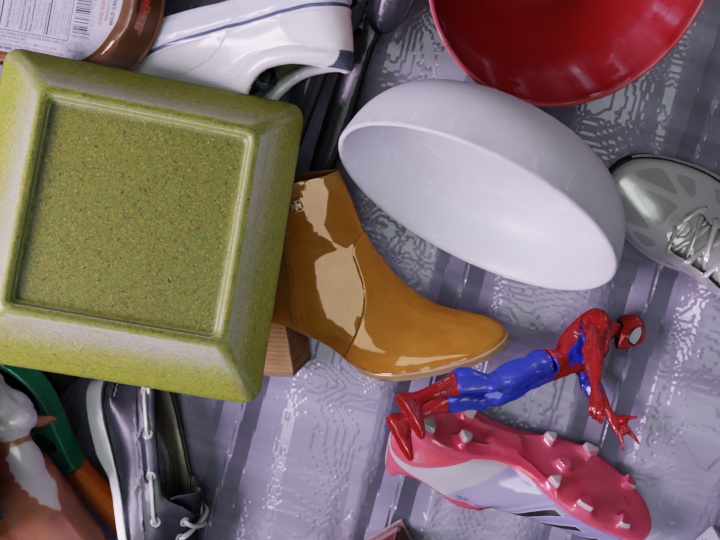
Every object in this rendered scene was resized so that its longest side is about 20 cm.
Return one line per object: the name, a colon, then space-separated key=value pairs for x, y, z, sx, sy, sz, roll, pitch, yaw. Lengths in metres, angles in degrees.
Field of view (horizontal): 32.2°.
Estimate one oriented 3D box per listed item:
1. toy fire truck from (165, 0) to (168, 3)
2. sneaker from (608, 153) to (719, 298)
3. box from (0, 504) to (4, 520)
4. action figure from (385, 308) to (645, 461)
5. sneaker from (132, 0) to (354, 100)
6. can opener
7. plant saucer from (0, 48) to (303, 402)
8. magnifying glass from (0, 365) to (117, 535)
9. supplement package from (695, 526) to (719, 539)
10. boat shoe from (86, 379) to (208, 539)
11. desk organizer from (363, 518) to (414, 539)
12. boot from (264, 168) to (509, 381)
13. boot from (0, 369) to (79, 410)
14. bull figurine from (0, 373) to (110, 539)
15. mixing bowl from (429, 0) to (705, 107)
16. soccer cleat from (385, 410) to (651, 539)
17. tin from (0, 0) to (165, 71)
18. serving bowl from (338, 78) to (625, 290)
toy fire truck: x=-0.122 y=-0.281 z=0.852 sx=0.176 sy=0.129 sz=0.200 roll=45 pitch=90 yaw=0
sneaker: x=0.253 y=-0.011 z=0.833 sx=0.199 sy=0.115 sz=0.076 roll=33 pitch=100 yaw=2
box: x=-0.328 y=0.115 z=0.877 sx=0.200 sy=0.047 sz=0.195 roll=-36 pitch=68 yaw=42
action figure: x=0.128 y=0.093 z=0.855 sx=0.199 sy=0.065 sz=0.100 roll=-24 pitch=71 yaw=-21
sneaker: x=-0.093 y=-0.141 z=0.856 sx=0.198 sy=0.073 sz=0.072 roll=-14 pitch=81 yaw=30
can opener: x=-0.012 y=-0.158 z=0.874 sx=0.063 sy=0.079 sz=0.201 roll=25 pitch=109 yaw=-5
plant saucer: x=-0.143 y=-0.030 z=0.785 sx=0.197 sy=0.048 sz=0.202 roll=10 pitch=83 yaw=-9
magnifying glass: x=-0.227 y=0.131 z=0.924 sx=0.079 sy=0.022 sz=0.201 roll=-19 pitch=119 yaw=36
supplement package: x=0.270 y=0.318 z=0.837 sx=0.200 sy=0.191 sz=0.147 roll=44 pitch=100 yaw=0
boat shoe: x=-0.147 y=0.170 z=0.926 sx=0.060 sy=0.076 sz=0.202 roll=-16 pitch=96 yaw=14
desk organizer: x=0.047 y=0.297 z=0.919 sx=0.071 sy=0.077 sz=0.201 roll=-29 pitch=93 yaw=10
boot: x=0.000 y=0.000 z=0.882 sx=0.199 sy=0.071 sz=0.146 roll=-4 pitch=107 yaw=16
boot: x=-0.223 y=-0.001 z=0.876 sx=0.165 sy=0.066 sz=0.199 roll=47 pitch=131 yaw=-12
bull figurine: x=-0.247 y=0.166 z=0.908 sx=0.120 sy=0.065 sz=0.201 roll=-4 pitch=120 yaw=39
mixing bowl: x=0.121 y=-0.220 z=0.806 sx=0.198 sy=0.109 sz=0.202 roll=-9 pitch=123 yaw=-13
soccer cleat: x=0.113 y=0.153 z=0.907 sx=0.198 sy=0.067 sz=0.077 roll=24 pitch=133 yaw=-3
tin: x=-0.224 y=-0.196 z=0.868 sx=0.198 sy=0.042 sz=0.113 roll=14 pitch=92 yaw=28
serving bowl: x=0.088 y=-0.065 z=0.819 sx=0.199 sy=0.200 sz=0.066 roll=28 pitch=74 yaw=3
